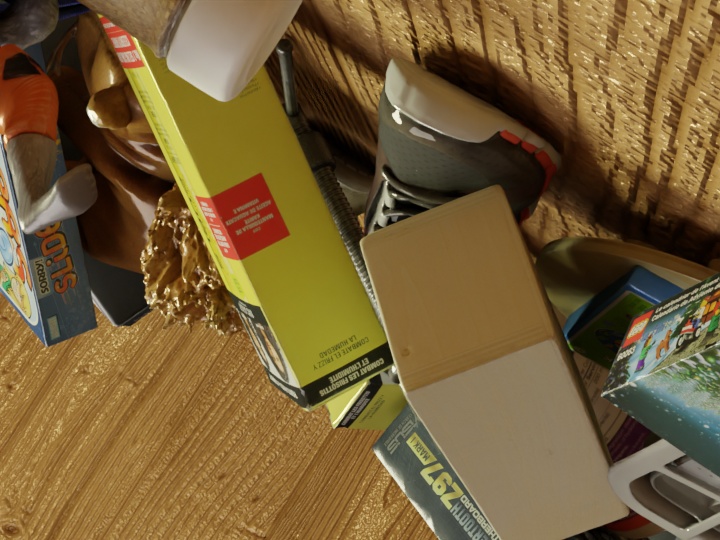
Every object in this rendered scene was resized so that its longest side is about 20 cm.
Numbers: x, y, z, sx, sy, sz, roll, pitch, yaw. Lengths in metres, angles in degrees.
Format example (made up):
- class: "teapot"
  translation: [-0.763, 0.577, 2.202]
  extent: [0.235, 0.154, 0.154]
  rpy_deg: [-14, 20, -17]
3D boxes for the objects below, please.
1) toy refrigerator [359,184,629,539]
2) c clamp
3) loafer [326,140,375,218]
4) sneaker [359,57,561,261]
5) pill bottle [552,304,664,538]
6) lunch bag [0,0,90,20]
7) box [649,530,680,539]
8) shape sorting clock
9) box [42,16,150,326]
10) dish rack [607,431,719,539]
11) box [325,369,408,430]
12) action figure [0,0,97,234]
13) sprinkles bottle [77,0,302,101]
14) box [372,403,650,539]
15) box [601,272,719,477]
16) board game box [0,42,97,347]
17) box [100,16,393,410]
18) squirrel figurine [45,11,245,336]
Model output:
- class: "toy refrigerator"
  translation: [0.061, 0.053, 0.701]
  extent: [0.200, 0.070, 0.076]
  rpy_deg: [57, -166, -58]
- class: "c clamp"
  translation: [0.000, 0.000, 0.838]
  extent: [0.171, 0.027, 0.201]
  rpy_deg: [81, 163, -72]
- class: "loafer"
  translation: [-0.032, -0.046, 1.057]
  extent: [0.075, 0.069, 0.200]
  rpy_deg: [33, 175, -4]
- class: "sneaker"
  translation: [0.037, -0.027, 0.693]
  extent: [0.077, 0.082, 0.200]
  rpy_deg: [31, 175, 15]
- class: "pill bottle"
  translation: [0.115, 0.067, 0.957]
  extent: [0.200, 0.112, 0.111]
  rpy_deg: [35, 175, -20]
- class: "lunch bag"
  translation: [-0.235, -0.180, 0.773]
  extent: [0.199, 0.128, 0.170]
  rpy_deg: [6, -162, -47]
- class: "box"
  translation: [0.238, 0.217, 1.148]
  extent: [0.182, 0.201, 0.104]
  rpy_deg: [30, 174, 27]
- class: "shape sorting clock"
  translation: [0.170, 0.037, 0.716]
  extent: [0.199, 0.039, 0.200]
  rpy_deg: [26, 164, 8]
- class: "box"
  translation: [-0.176, -0.073, 1.085]
  extent: [0.200, 0.123, 0.198]
  rpy_deg: [54, 173, -2]
- class: "dish rack"
  translation: [0.220, 0.102, 0.664]
  extent: [0.199, 0.044, 0.172]
  rpy_deg: [32, 152, -6]
- class: "box"
  translation: [0.063, 0.064, 1.037]
  extent: [0.199, 0.050, 0.076]
  rpy_deg: [8, -134, -35]
- class: "action figure"
  translation: [-0.193, -0.094, 0.604]
  extent: [0.199, 0.105, 0.194]
  rpy_deg: [17, -159, -25]
- class: "sprinkles bottle"
  translation: [-0.114, -0.144, 0.590]
  extent: [0.199, 0.068, 0.068]
  rpy_deg: [34, 175, -1]
- class: "box"
  translation: [0.116, 0.165, 0.995]
  extent: [0.200, 0.051, 0.158]
  rpy_deg: [23, -160, -49]
- class: "box"
  translation: [0.198, 0.064, 0.529]
  extent: [0.199, 0.038, 0.137]
  rpy_deg: [34, 153, -10]
- class: "board game box"
  translation: [-0.206, -0.074, 0.900]
  extent: [0.135, 0.034, 0.201]
  rpy_deg: [38, 142, 47]
- class: "box"
  translation: [-0.053, -0.039, 0.734]
  extent: [0.201, 0.050, 0.075]
  rpy_deg: [67, 167, -14]
- class: "squirrel figurine"
  translation: [-0.092, -0.062, 0.875]
  extent: [0.201, 0.141, 0.187]
  rpy_deg: [56, 162, 17]
